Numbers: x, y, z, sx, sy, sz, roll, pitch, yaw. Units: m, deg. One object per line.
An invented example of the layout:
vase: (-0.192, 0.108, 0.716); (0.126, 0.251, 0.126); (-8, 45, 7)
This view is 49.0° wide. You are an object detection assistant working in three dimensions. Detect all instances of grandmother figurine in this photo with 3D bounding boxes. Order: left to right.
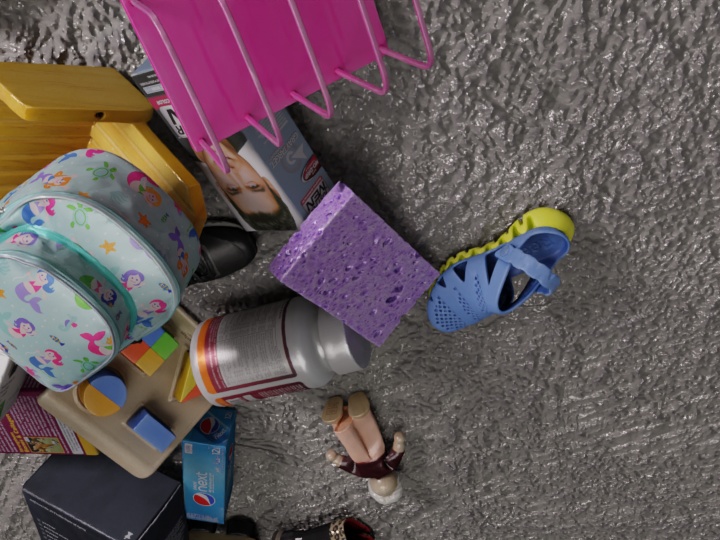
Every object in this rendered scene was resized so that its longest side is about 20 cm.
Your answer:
grandmother figurine: (0.009, 0.259, 1.115); (0.120, 0.061, 0.201); (-8, 128, 25)

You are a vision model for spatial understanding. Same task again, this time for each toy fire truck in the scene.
toy fire truck: (-0.261, 0.515, 1.340); (0.174, 0.130, 0.201); (5, 143, 2)

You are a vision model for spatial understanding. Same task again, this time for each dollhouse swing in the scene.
dollhouse swing: (-0.278, -0.063, 0.770); (0.180, 0.177, 0.201); (-8, 144, -38)

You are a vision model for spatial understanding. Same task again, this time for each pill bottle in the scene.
pill bottle: (-0.094, 0.092, 0.944); (0.198, 0.110, 0.110); (-14, 128, 18)

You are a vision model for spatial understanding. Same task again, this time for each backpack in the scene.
backpack: (-0.250, -0.002, 0.704); (0.199, 0.151, 0.178); (-30, 117, 25)

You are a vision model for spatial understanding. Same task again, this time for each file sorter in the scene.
file sorter: (-0.060, -0.185, 0.621); (0.199, 0.125, 0.140); (-30, 122, -11)

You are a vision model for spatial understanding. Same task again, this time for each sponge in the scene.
sponge: (0.000, 0.000, 0.827); (0.112, 0.030, 0.200); (-49, 142, 3)

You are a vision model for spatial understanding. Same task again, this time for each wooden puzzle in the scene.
wooden puzzle: (-0.266, 0.147, 0.988); (0.200, 0.046, 0.186); (-46, 122, -8)

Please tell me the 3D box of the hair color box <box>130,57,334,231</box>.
hair color box: (-0.117, -0.130, 0.763); (0.098, 0.061, 0.201); (2, 138, 41)

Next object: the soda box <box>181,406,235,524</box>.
soda box: (-0.222, 0.287, 1.157); (0.063, 0.068, 0.201); (10, 132, -1)

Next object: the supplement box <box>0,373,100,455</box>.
supplement box: (-0.442, 0.166, 1.053); (0.197, 0.104, 0.132); (1, 131, 5)

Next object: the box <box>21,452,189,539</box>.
box: (-0.372, 0.377, 1.180); (0.198, 0.124, 0.198); (21, 136, 16)

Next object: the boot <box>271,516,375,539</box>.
boot: (-0.037, 0.482, 1.309); (0.149, 0.074, 0.201); (-25, 119, 25)

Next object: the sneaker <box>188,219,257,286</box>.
sneaker: (-0.211, 0.007, 0.897); (0.198, 0.088, 0.076); (-12, 129, 16)

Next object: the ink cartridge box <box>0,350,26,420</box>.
ink cartridge box: (-0.412, 0.072, 0.887); (0.084, 0.146, 0.202); (23, 98, -11)

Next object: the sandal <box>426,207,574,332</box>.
sandal: (0.148, 0.014, 0.864); (0.079, 0.088, 0.200); (32, 129, -23)
